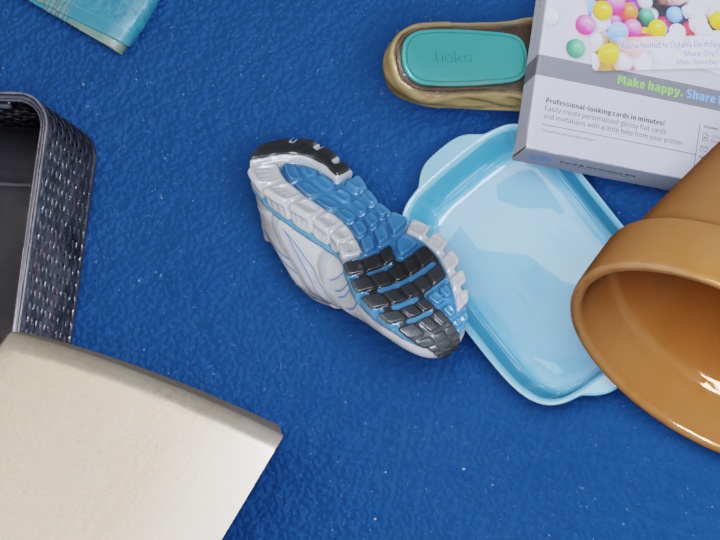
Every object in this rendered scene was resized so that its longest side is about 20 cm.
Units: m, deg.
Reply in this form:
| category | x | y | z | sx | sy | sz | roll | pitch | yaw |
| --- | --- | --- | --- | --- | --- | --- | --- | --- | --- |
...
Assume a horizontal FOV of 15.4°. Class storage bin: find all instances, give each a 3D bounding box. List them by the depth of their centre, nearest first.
| category | x | y | z | sx | sy | sz | roll | pitch | yaw |
| --- | --- | --- | --- | --- | --- | --- | --- | --- | --- |
| storage bin | -0.267 | -0.014 | 1.809 | 0.135 | 0.094 | 0.201 | 3 | 78 | 17 |

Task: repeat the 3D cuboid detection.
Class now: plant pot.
| category | x | y | z | sx | sy | sz | roll | pitch | yaw |
| --- | --- | --- | --- | --- | --- | --- | --- | --- | --- |
| plant pot | 0.244 | 0.008 | 1.604 | 0.200 | 0.200 | 0.140 | 22 | 64 | 20 |
| plant pot | -0.175 | 0.140 | 1.661 | 0.177 | 0.200 | 0.200 | 31 | 87 | -2 |

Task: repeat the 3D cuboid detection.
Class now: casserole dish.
| category | x | y | z | sx | sy | sz | roll | pitch | yaw |
| --- | --- | --- | --- | --- | --- | --- | --- | --- | --- |
| casserole dish | 0.114 | -0.002 | 1.724 | 0.121 | 0.039 | 0.200 | -39 | 71 | 4 |

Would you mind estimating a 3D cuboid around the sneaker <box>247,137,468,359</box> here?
| category | x | y | z | sx | sy | sz | roll | pitch | yaw |
| --- | --- | --- | --- | --- | --- | --- | --- | --- | --- |
| sneaker | 0.000 | 0.000 | 1.732 | 0.075 | 0.087 | 0.200 | -24 | 51 | -26 |

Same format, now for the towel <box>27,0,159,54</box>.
| category | x | y | z | sx | sy | sz | roll | pitch | yaw |
| --- | --- | --- | --- | --- | --- | --- | --- | --- | --- |
| towel | -0.171 | -0.265 | 1.878 | 0.146 | 0.022 | 0.200 | 30 | 85 | 19 |

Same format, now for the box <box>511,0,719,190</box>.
| category | x | y | z | sx | sy | sz | roll | pitch | yaw |
| --- | --- | --- | --- | --- | --- | --- | --- | --- | --- |
| box | 0.188 | -0.155 | 1.704 | 0.156 | 0.041 | 0.201 | 11 | 78 | -10 |

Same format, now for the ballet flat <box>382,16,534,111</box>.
| category | x | y | z | sx | sy | sz | roll | pitch | yaw |
| --- | --- | --- | --- | --- | --- | --- | --- | --- | --- |
| ballet flat | 0.110 | -0.133 | 1.737 | 0.199 | 0.063 | 0.069 | 4 | 78 | -11 |
